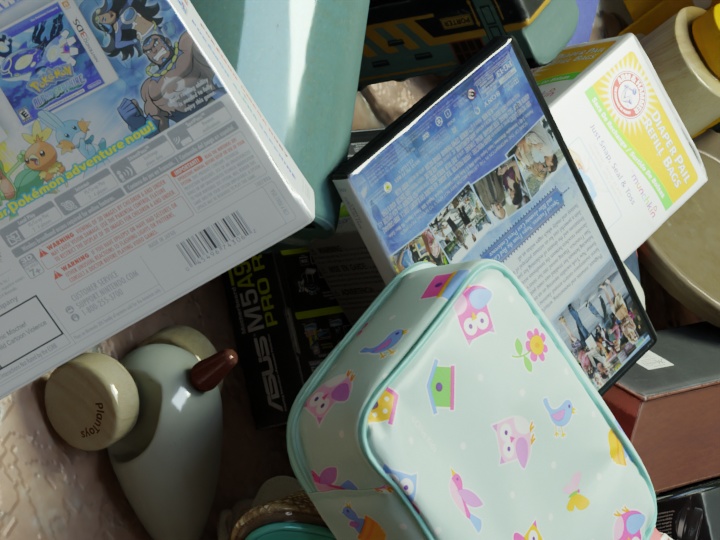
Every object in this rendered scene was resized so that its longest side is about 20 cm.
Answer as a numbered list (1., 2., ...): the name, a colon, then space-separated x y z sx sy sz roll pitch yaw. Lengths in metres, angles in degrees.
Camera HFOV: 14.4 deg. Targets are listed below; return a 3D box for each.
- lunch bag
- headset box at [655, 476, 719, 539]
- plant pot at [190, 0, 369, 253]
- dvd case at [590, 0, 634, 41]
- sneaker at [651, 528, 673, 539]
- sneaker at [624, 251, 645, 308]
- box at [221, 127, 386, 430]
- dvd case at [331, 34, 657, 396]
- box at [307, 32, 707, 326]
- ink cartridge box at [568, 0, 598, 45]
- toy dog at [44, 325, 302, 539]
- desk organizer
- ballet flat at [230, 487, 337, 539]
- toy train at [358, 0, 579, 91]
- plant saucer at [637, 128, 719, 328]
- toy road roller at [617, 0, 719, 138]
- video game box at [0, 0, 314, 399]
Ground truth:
1. lunch bag: 0.061 0.102 1.448 0.200 0.077 0.161 56 51 -25
2. headset box: 0.252 0.234 1.845 0.174 0.092 0.201 -9 84 -51
3. plant pot: -0.081 -0.118 1.505 0.200 0.200 0.197 15 75 -47
4. dvd case: 0.166 -0.190 1.938 0.199 0.017 0.143 -1 76 -51
5. sneaker: 0.161 0.177 1.750 0.086 0.074 0.201 -14 96 -20
6. sneaker: 0.120 -0.043 1.795 0.085 0.075 0.200 -93 161 -45
7. box: 0.000 0.000 1.663 0.200 0.044 0.161 -9 85 -51
8. dvd case: 0.075 -0.005 1.523 0.143 0.018 0.201 -41 114 -33
9. box: 0.084 -0.036 1.617 0.200 0.112 0.102 -41 110 -31
10. ink cartridge box: 0.081 -0.214 1.798 0.199 0.047 0.198 29 53 -19
11. toy dog: -0.077 0.114 1.486 0.200 0.096 0.132 57 42 -20
12. desk organizer: 0.208 0.088 1.845 0.199 0.072 0.077 -9 119 -47
13. ballet flat: 0.005 0.146 1.497 0.200 0.070 0.066 32 41 -41
14. toy train: 0.030 -0.161 1.636 0.085 0.199 0.114 -50 122 -44
15. plant saucer: 0.243 -0.028 1.910 0.199 0.029 0.201 24 40 -22
16. toy road roller: 0.218 -0.167 1.877 0.200 0.123 0.146 -22 78 -51
17. video game box: -0.152 -0.056 1.384 0.183 0.199 0.047 57 11 -22
